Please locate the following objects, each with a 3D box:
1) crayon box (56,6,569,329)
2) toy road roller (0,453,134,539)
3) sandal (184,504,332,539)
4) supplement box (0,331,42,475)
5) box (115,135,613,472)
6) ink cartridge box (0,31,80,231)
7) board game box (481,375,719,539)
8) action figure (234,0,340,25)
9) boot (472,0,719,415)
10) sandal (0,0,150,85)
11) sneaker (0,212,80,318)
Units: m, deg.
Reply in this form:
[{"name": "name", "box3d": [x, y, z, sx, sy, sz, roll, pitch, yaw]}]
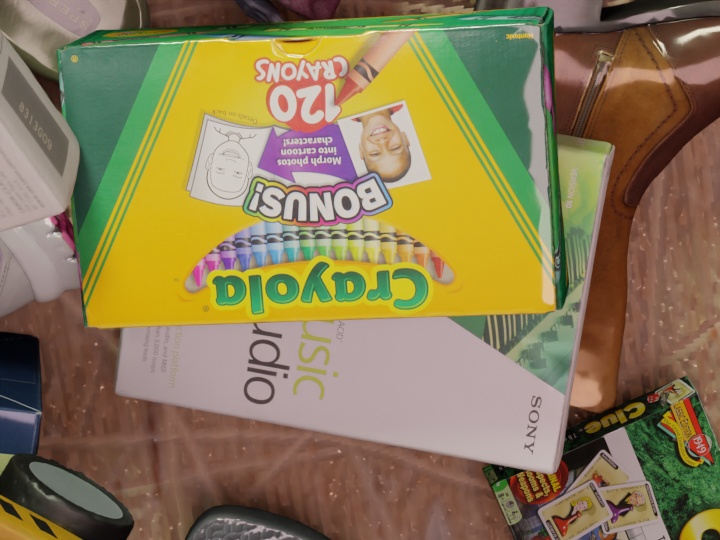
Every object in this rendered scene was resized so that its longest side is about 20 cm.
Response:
[{"name": "crayon box", "box3d": [-0.017, -0.042, 1.061, 0.199, 0.058, 0.119, -2, 102, 9]}, {"name": "toy road roller", "box3d": [-0.181, 0.115, 0.964, 0.200, 0.146, 0.123, 29, 96, -12]}, {"name": "sandal", "box3d": [-0.003, 0.169, 1.196, 0.200, 0.043, 0.076, 32, 104, -22]}, {"name": "supplement box", "box3d": [-0.246, 0.127, 1.102, 0.200, 0.134, 0.200, 7, 101, -9]}, {"name": "box", "box3d": [0.000, 0.000, 1.122, 0.200, 0.036, 0.145, 9, 103, 5]}, {"name": "ink cartridge box", "box3d": [-0.234, -0.065, 1.009, 0.200, 0.047, 0.160, -14, 135, 20]}, {"name": "board game box", "box3d": [0.140, 0.156, 1.202, 0.105, 0.023, 0.200, -26, 112, -3]}, {"name": "action figure", "box3d": [-0.005, -0.203, 1.098, 0.149, 0.134, 0.200, 37, 86, 25]}, {"name": "boot", "box3d": [0.126, -0.029, 1.151, 0.188, 0.068, 0.200, 8, 102, -9]}, {"name": "sandal", "box3d": [-0.173, -0.150, 1.091, 0.201, 0.057, 0.080, 32, 96, -12]}, {"name": "sneaker", "box3d": [-0.204, -0.049, 1.098, 0.088, 0.081, 0.200, -37, 103, 0]}]
